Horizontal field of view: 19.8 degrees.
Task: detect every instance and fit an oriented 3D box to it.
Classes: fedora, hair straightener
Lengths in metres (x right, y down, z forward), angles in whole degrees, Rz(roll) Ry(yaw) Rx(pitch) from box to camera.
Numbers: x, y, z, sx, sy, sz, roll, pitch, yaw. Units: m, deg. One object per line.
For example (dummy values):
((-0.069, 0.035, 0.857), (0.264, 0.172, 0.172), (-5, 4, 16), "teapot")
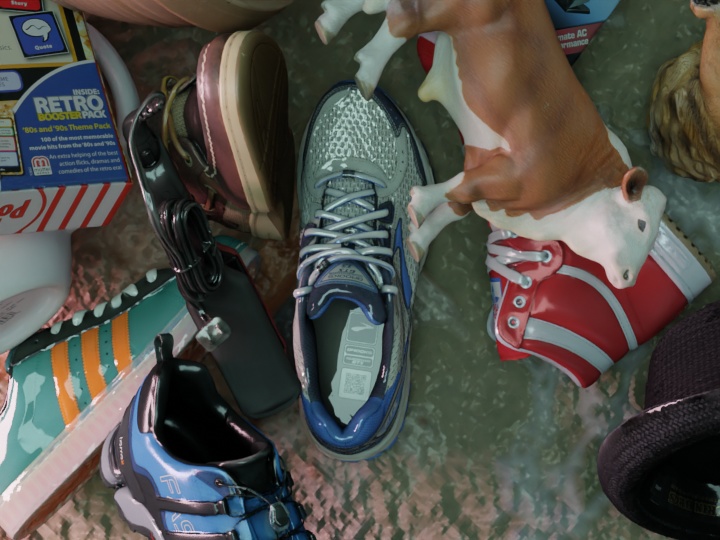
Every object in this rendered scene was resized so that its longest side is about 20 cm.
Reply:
((0.214, 0.065, 1.029), (0.198, 0.201, 0.092), (-6, 58, 6), "fedora")
((-0.069, 0.000, 0.993), (0.041, 0.077, 0.201), (-21, 130, -4), "hair straightener")

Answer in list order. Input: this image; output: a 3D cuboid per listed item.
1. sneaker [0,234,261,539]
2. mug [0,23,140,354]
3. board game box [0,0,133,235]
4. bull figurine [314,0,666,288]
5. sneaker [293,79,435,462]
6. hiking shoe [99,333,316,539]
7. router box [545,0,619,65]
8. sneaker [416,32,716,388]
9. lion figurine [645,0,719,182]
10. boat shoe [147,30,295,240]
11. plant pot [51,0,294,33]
((-0.141, 0.045, 1.093), (0.080, 0.071, 0.200), (44, 90, 8), "sneaker")
((-0.206, -0.055, 1.054), (0.199, 0.148, 0.176), (-31, 78, -3), "mug")
((-0.206, -0.113, 0.981), (0.150, 0.046, 0.202), (-5, 66, -28), "board game box")
((0.065, -0.073, 0.998), (0.121, 0.065, 0.201), (-25, 94, -9), "bull figurine")
((0.000, 0.000, 1.071), (0.076, 0.085, 0.202), (-1, 89, 6), "sneaker")
((-0.058, 0.129, 0.998), (0.200, 0.074, 0.087), (46, 139, 23), "hiking shoe")
((0.071, -0.219, 1.035), (0.199, 0.062, 0.150), (35, 92, -23), "router box")
((0.077, -0.029, 1.070), (0.112, 0.071, 0.200), (-45, 87, 1), "sneaker")
((0.221, -0.076, 1.004), (0.072, 0.123, 0.199), (-35, 43, -31), "lion figurine")
((-0.073, -0.063, 1.022), (0.071, 0.200, 0.073), (5, 77, 3), "boat shoe")
((-0.121, -0.190, 0.977), (0.092, 0.201, 0.202), (-29, 86, 26), "plant pot")
